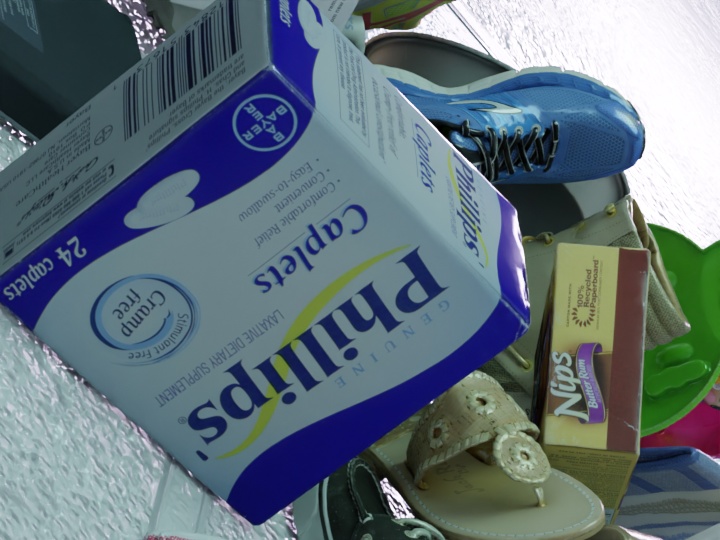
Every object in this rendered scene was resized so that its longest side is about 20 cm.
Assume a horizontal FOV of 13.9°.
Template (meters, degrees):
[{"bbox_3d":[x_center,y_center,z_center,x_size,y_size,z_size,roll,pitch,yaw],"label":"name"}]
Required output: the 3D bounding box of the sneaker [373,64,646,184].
[{"bbox_3d":[0.071,-0.070,1.744,0.089,0.199,0.079,-98,-171,-57],"label":"sneaker"}]

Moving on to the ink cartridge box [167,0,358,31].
[{"bbox_3d":[-0.098,-0.227,1.714,0.199,0.084,0.145,12,39,-25],"label":"ink cartridge box"}]

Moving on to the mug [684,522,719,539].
[{"bbox_3d":[0.191,0.206,1.681,0.149,0.153,0.187,38,25,-37],"label":"mug"}]

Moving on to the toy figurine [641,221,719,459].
[{"bbox_3d":[0.221,0.062,1.977,0.184,0.199,0.151,45,29,-60],"label":"toy figurine"}]

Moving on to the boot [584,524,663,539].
[{"bbox_3d":[0.129,0.239,1.516,0.166,0.072,0.201,47,62,-57],"label":"boot"}]

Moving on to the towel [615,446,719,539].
[{"bbox_3d":[0.199,0.159,1.814,0.200,0.146,0.024,37,57,-41],"label":"towel"}]

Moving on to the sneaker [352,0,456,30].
[{"bbox_3d":[0.003,-0.174,1.832,0.090,0.200,0.079,17,74,-39],"label":"sneaker"}]

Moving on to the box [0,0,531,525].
[{"bbox_3d":[-0.048,-0.010,1.431,0.200,0.184,0.105,43,21,-28],"label":"box"}]

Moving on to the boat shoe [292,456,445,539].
[{"bbox_3d":[0.019,0.161,1.486,0.071,0.064,0.201,37,26,-42],"label":"boat shoe"}]

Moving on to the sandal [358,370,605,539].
[{"bbox_3d":[0.048,0.084,1.539,0.212,0.077,0.070,23,-51,60],"label":"sandal"}]

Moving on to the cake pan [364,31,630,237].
[{"bbox_3d":[0.077,-0.075,1.880,0.200,0.037,0.200,28,-21,12],"label":"cake pan"}]

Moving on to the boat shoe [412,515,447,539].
[{"bbox_3d":[0.055,0.158,1.573,0.068,0.075,0.200,49,10,-12],"label":"boat shoe"}]

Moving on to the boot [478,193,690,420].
[{"bbox_3d":[0.098,-0.012,1.808,0.201,0.155,0.073,63,15,19],"label":"boot"}]

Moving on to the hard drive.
[{"bbox_3d":[-0.183,-0.131,1.542,0.200,0.033,0.140,37,26,-40],"label":"hard drive"}]

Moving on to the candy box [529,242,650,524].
[{"bbox_3d":[0.124,0.073,1.651,0.200,0.056,0.117,96,0,-71],"label":"candy box"}]

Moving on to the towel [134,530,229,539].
[{"bbox_3d":[-0.029,0.214,1.349,0.146,0.030,0.201,22,40,-57],"label":"towel"}]

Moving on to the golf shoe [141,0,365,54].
[{"bbox_3d":[-0.047,-0.139,1.778,0.200,0.097,0.078,39,26,-33],"label":"golf shoe"}]
